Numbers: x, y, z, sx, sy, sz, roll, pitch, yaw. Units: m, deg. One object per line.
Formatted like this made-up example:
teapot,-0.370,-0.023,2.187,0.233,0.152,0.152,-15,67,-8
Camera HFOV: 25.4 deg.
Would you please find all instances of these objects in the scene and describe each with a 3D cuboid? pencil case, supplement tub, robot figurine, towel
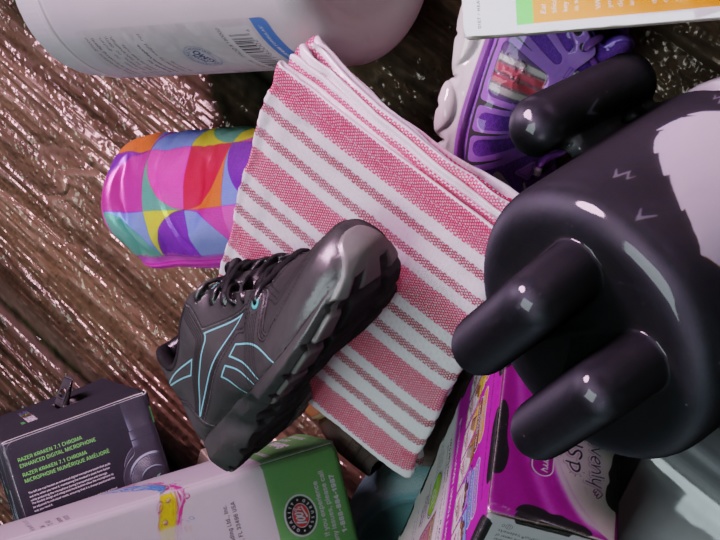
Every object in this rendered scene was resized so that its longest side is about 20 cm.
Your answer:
pencil case,-0.056,-0.039,0.888,0.199,0.088,0.089,2,106,44
supplement tub,-0.074,-0.168,0.829,0.199,0.132,0.133,5,108,40
robot figurine,0.132,-0.003,0.658,0.124,0.199,0.151,18,130,47
towel,0.000,0.000,0.786,0.146,0.030,0.201,39,138,17

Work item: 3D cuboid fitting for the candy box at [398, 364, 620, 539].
candy box,0.062,0.127,0.750,0.061,0.137,0.201,16,133,-4

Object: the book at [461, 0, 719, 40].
book,0.139,-0.170,0.661,0.198,0.048,0.135,-1,99,23

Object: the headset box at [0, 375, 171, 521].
headset box,-0.164,0.166,1.003,0.174,0.092,0.202,173,79,-73

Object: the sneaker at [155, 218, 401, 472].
sneaker,-0.050,0.028,0.774,0.079,0.075,0.200,49,140,9

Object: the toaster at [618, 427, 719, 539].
toaster,0.168,0.149,0.741,0.129,0.113,0.201,34,123,25

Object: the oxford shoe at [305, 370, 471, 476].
oxford shoe,0.048,0.058,0.852,0.200,0.071,0.073,-29,95,51

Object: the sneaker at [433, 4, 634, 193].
sneaker,0.087,-0.090,0.755,0.083,0.080,0.202,18,115,29

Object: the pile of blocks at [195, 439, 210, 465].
pile of blocks,-0.073,0.190,0.993,0.082,0.062,0.201,-26,84,49

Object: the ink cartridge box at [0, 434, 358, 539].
ink cartridge box,-0.099,0.189,0.887,0.084,0.198,0.146,175,81,-72

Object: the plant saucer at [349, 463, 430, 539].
plant saucer,0.057,0.199,0.913,0.199,0.027,0.202,15,114,36
